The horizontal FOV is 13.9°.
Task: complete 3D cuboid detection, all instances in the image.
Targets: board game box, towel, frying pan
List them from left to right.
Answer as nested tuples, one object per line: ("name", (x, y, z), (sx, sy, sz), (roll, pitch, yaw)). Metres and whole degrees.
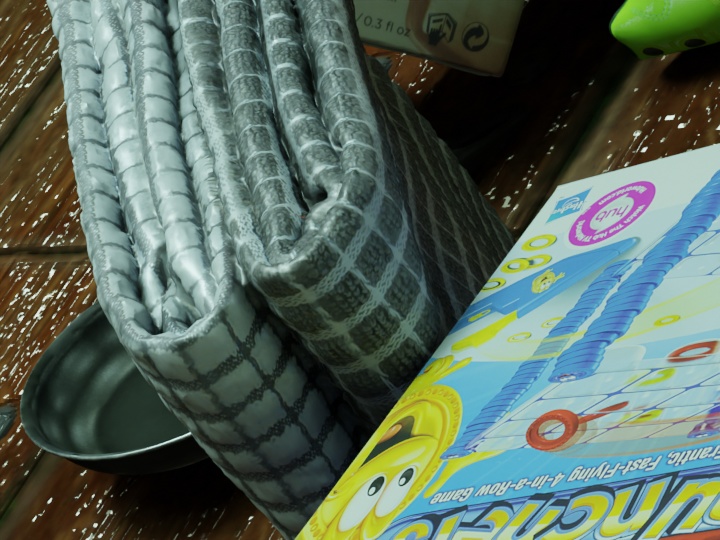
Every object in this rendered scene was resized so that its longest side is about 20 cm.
("frying pan", (-0.034, 0.006, 0.986), (0.115, 0.031, 0.190), (8, 43, 46))
("towel", (0.000, 0.000, 0.819), (0.085, 0.166, 0.200), (-31, 36, 12))
("board game box", (0.085, 0.041, 0.641), (0.200, 0.056, 0.196), (-15, 28, 44))

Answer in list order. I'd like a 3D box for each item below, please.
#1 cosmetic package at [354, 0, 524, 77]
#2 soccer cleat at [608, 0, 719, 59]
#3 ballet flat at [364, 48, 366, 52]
("cosmetic package", (0.020, -0.175, 0.970), (0.103, 0.087, 0.201), (-144, 68, -67))
("soccer cleat", (0.096, -0.164, 0.968), (0.081, 0.067, 0.201), (-21, 63, 25))
("ballet flat", (-0.025, -0.062, 1.019), (0.069, 0.070, 0.200), (-41, 19, 0))
